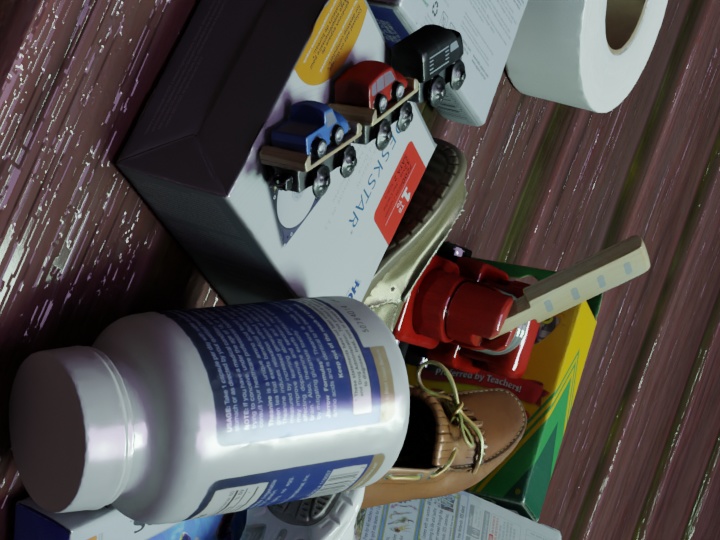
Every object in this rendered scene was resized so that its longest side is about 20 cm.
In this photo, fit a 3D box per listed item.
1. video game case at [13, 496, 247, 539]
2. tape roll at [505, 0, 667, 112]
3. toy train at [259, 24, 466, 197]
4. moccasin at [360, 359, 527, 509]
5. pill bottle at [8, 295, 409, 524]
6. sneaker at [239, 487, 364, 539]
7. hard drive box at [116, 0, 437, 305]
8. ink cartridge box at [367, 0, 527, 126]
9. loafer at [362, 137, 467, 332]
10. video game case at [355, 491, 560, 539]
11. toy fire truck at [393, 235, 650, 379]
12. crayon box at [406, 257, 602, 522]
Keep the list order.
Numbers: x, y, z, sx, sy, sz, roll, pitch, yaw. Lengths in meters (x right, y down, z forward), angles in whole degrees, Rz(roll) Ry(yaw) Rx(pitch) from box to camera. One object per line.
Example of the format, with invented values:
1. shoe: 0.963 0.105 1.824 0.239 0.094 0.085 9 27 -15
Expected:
1. video game case: -0.127 0.199 1.040 0.181 0.045 0.201 -21 125 -50
2. tape roll: 0.185 -0.231 1.421 0.202 0.071 0.203 -42 140 -48
3. toy train: 0.006 -0.094 0.995 0.200 0.034 0.046 -41 137 -49
4. moccasin: 0.038 0.110 1.208 0.201 0.074 0.078 -3 143 -37
5. pill bottle: -0.081 0.075 0.957 0.199 0.111 0.112 -5 111 -38
6. sneaker: -0.055 0.199 1.038 0.200 0.078 0.100 -49 148 -29
7. hard drive box: -0.042 -0.069 1.042 0.156 0.077 0.200 -65 154 -17
8. ink cartridge box: 0.073 -0.228 1.225 0.196 0.043 0.201 44 62 -62
9. loafer: 0.000 0.000 1.150 0.200 0.076 0.067 -50 149 -10
10. video game case: 0.039 0.224 1.196 0.046 0.181 0.200 -58 -169 37
11. toy fire truck: 0.096 0.020 1.236 0.176 0.199 0.129 21 86 -65
12. crayon box: 0.098 0.078 1.351 0.051 0.126 0.201 53 51 -58
